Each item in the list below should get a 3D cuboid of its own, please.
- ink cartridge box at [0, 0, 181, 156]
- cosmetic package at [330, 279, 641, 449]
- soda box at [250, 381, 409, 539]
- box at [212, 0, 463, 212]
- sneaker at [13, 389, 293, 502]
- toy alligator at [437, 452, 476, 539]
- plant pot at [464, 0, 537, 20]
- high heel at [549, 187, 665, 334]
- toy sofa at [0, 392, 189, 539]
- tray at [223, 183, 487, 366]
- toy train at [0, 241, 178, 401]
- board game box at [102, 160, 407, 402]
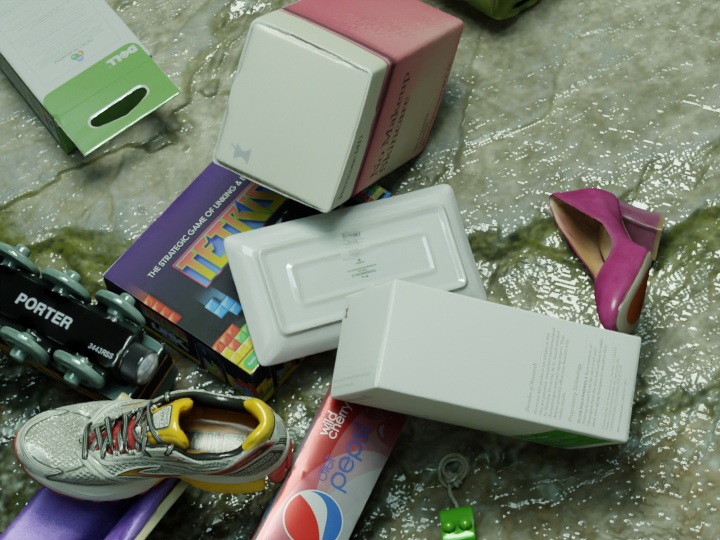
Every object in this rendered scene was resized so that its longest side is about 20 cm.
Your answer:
[{"bbox_3d":[-0.243,-0.173,1.856,0.104,0.059,0.200,-34,58,-13],"label":"ink cartridge box"},{"bbox_3d":[0.091,0.071,1.556,0.200,0.108,0.085,12,79,-16],"label":"cosmetic package"},{"bbox_3d":[-0.030,0.169,1.581,0.063,0.070,0.200,28,63,-1],"label":"soda box"},{"bbox_3d":[-0.014,-0.145,1.701,0.109,0.128,0.200,25,26,15],"label":"box"},{"bbox_3d":[-0.151,0.116,1.530,0.200,0.082,0.078,-4,62,0],"label":"sneaker"},{"bbox_3d":[0.074,0.211,1.556,0.059,0.054,0.200,-8,56,3],"label":"toy alligator"},{"bbox_3d":[0.091,-0.322,1.841,0.200,0.200,0.190,-41,71,-17],"label":"plant pot"},{"bbox_3d":[0.177,-0.007,1.641,0.096,0.067,0.200,13,22,9],"label":"high heel"},{"bbox_3d":[-0.210,0.191,1.573,0.083,0.098,0.200,40,68,-4],"label":"toy sofa"},{"bbox_3d":[0.000,0.000,1.670,0.200,0.022,0.107,-15,81,-20],"label":"tray"},{"bbox_3d":[-0.236,0.051,1.675,0.200,0.114,0.085,24,70,24],"label":"toy train"},{"bbox_3d":[-0.082,-0.012,1.727,0.165,0.057,0.200,31,66,24],"label":"board game box"}]
